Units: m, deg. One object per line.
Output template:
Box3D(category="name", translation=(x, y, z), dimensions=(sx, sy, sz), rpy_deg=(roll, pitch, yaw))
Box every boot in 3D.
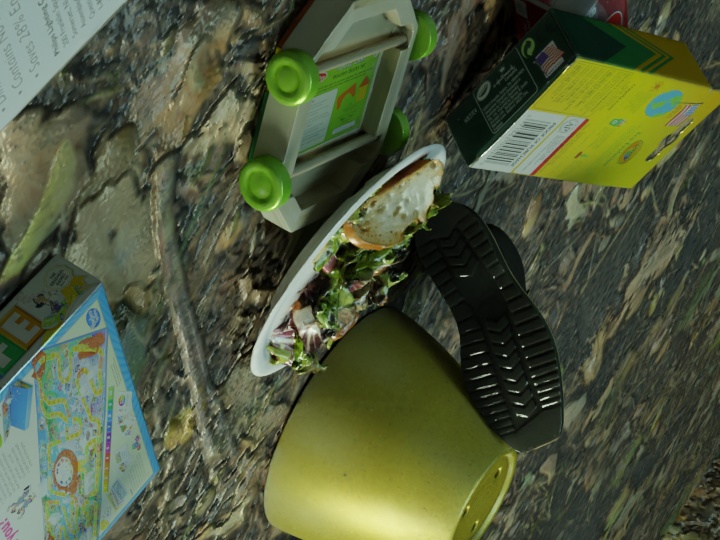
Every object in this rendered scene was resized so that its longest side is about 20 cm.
Box3D(category="boot", translation=(0.122, 0.042, 1.291), dimensions=(0.077, 0.202, 0.138), rpy_deg=(-22, 171, 17))

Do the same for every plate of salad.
Box3D(category="plate of salad", translation=(0.000, 0.000, 1.093), dimensions=(0.200, 0.048, 0.200), rpy_deg=(-48, 168, -13))

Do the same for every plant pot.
Box3D(category="plant pot", translation=(0.038, 0.151, 1.278), dimensions=(0.200, 0.141, 0.201), rpy_deg=(-47, 154, -31))

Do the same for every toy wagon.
Box3D(category="toy wagon", translation=(-0.008, -0.122, 0.983), dimensions=(0.155, 0.039, 0.201), rpy_deg=(-30, 142, -54))

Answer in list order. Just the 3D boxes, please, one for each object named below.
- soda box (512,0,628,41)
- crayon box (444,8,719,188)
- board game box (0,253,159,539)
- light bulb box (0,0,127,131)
Box3D(category="soda box", translation=(0.170, -0.177, 1.283), dimensions=(0.070, 0.063, 0.200), rpy_deg=(-54, 158, -15))
Box3D(category="crayon box", translation=(0.176, -0.124, 1.227), dimensions=(0.199, 0.051, 0.127), rpy_deg=(5, 140, -44))
Box3D(category="board game box", translation=(-0.177, 0.101, 0.880), dimensions=(0.135, 0.034, 0.201), rpy_deg=(-50, 156, -27))
Box3D(category="light bulb box", translation=(-0.192, -0.104, 0.477), dimensions=(0.200, 0.124, 0.199), rpy_deg=(-51, 157, -23))
